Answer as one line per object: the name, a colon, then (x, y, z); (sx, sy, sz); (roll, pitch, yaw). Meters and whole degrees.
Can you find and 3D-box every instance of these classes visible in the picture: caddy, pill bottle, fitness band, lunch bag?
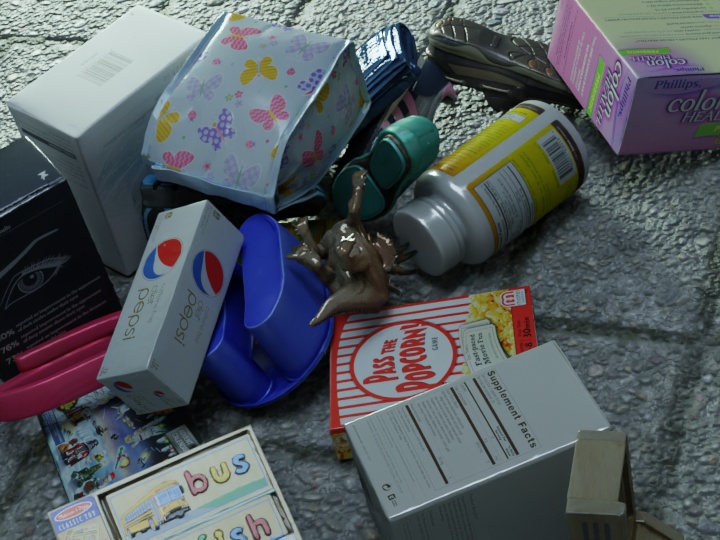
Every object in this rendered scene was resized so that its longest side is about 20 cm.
caddy: (-0.099, 0.043, 1.570); (0.141, 0.105, 0.200); (-31, 38, 19)
pill bottle: (0.131, -0.081, 1.629); (0.200, 0.110, 0.109); (-36, 46, -22)
fitness band: (-0.275, 0.091, 1.569); (0.199, 0.038, 0.144); (-26, 17, -17)
lunch bag: (-0.110, -0.151, 1.644); (0.169, 0.127, 0.200); (15, 55, 25)

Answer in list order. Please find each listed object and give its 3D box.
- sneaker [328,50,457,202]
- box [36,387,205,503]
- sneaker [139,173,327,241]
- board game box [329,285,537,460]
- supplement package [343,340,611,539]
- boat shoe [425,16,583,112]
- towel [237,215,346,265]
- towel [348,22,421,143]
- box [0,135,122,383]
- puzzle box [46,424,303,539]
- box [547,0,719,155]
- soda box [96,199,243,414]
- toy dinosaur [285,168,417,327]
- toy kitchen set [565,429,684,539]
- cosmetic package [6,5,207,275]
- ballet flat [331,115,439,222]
sneaker: (0.041, -0.143, 1.757); (0.200, 0.082, 0.070); (-59, 19, -14)
box: (-0.220, 0.172, 1.509); (0.136, 0.040, 0.200); (-24, 42, -11)
sneaker: (-0.136, -0.064, 1.699); (0.199, 0.082, 0.073); (-1, 23, -10)
board game box: (0.071, 0.096, 1.502); (0.199, 0.046, 0.152); (-9, 42, 7)
supplement package: (0.106, 0.170, 1.355); (0.199, 0.122, 0.120); (-21, 42, -7)
boat shoe: (0.167, -0.222, 1.801); (0.199, 0.074, 0.075); (23, 37, 9)
towel: (-0.108, -0.021, 1.702); (0.199, 0.018, 0.086); (-4, 42, 12)
towel: (-0.019, -0.188, 1.758); (0.200, 0.048, 0.112); (-42, 27, 21)
box: (-0.350, -0.009, 1.622); (0.148, 0.201, 0.104); (-30, 43, -17)
puzzle box: (-0.160, 0.232, 1.401); (0.199, 0.025, 0.133); (-24, 64, -10)
box: (0.322, -0.220, 1.698); (0.175, 0.097, 0.200); (-5, 38, -18)
soda box: (-0.177, 0.033, 1.509); (0.068, 0.064, 0.201); (-13, 47, 35)
toy dinosaur: (0.000, 0.000, 1.548); (0.086, 0.136, 0.200); (-23, 33, 19)
toy kitchen set: (0.258, 0.244, 1.190); (0.199, 0.181, 0.164); (1, 45, 16)
cosmetic package: (-0.247, -0.141, 1.735); (0.123, 0.201, 0.199); (26, 56, 34)
ballet flat: (0.033, -0.103, 1.628); (0.070, 0.200, 0.068); (-30, 86, -25)
